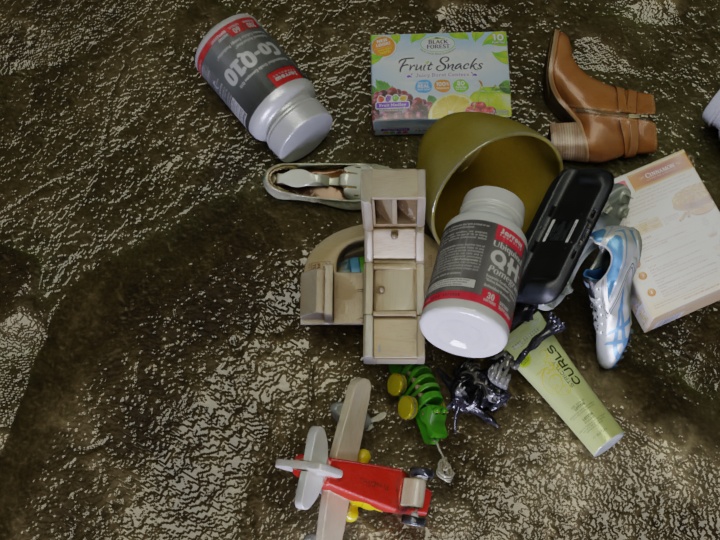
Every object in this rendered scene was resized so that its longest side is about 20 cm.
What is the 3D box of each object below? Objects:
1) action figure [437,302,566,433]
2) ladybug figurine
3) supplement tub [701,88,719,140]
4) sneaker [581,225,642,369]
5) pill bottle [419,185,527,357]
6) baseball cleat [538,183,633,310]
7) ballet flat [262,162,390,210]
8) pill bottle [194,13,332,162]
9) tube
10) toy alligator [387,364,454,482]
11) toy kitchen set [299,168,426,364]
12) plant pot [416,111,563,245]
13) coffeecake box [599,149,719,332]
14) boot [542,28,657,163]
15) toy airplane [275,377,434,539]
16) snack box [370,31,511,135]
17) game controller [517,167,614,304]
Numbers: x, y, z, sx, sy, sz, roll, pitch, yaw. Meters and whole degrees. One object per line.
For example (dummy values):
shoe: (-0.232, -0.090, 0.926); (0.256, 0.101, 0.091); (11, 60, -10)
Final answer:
action figure: (0.168, 0.118, 1.477); (0.200, 0.102, 0.119); (-48, 56, -1)
ladybug figurine: (0.018, 0.007, 1.544); (0.199, 0.072, 0.136); (-2, 72, 0)
supplement tub: (0.587, -0.192, 1.563); (0.140, 0.140, 0.200); (-42, 74, -12)
sneaker: (0.322, 0.035, 1.487); (0.072, 0.072, 0.201); (0, 112, -1)
pill bottle: (0.146, -0.003, 1.409); (0.110, 0.111, 0.201); (13, 58, 6)
baseball cleat: (0.274, -0.047, 1.521); (0.200, 0.070, 0.106); (-54, 44, 10)
ballet flat: (-0.039, -0.120, 1.595); (0.199, 0.062, 0.068); (0, 85, 2)
pill bottle: (-0.136, -0.259, 1.621); (0.114, 0.114, 0.200); (-37, 73, -11)
tube: (0.265, 0.152, 1.500); (0.058, 0.052, 0.200); (-19, 61, -35)
toy alligator: (0.088, 0.176, 1.461); (0.059, 0.054, 0.200); (10, 38, -35)
toy kitchen set: (0.000, 0.000, 1.414); (0.162, 0.181, 0.201); (0, 72, 2)
plant pot: (0.153, -0.136, 1.546); (0.199, 0.200, 0.142); (-28, 46, -8)
coffeecake box: (0.414, -0.041, 1.549); (0.153, 0.073, 0.201); (-23, 71, -4)
boot: (0.342, -0.251, 1.623); (0.155, 0.077, 0.201); (-3, 73, 2)
toy airplane: (-0.023, 0.263, 1.418); (0.200, 0.141, 0.200); (-32, 99, -31)
snack box: (0.115, -0.272, 1.651); (0.199, 0.053, 0.143); (-2, 69, 1)
game controller: (0.254, -0.046, 1.461); (0.104, 0.042, 0.201); (11, 68, 50)
